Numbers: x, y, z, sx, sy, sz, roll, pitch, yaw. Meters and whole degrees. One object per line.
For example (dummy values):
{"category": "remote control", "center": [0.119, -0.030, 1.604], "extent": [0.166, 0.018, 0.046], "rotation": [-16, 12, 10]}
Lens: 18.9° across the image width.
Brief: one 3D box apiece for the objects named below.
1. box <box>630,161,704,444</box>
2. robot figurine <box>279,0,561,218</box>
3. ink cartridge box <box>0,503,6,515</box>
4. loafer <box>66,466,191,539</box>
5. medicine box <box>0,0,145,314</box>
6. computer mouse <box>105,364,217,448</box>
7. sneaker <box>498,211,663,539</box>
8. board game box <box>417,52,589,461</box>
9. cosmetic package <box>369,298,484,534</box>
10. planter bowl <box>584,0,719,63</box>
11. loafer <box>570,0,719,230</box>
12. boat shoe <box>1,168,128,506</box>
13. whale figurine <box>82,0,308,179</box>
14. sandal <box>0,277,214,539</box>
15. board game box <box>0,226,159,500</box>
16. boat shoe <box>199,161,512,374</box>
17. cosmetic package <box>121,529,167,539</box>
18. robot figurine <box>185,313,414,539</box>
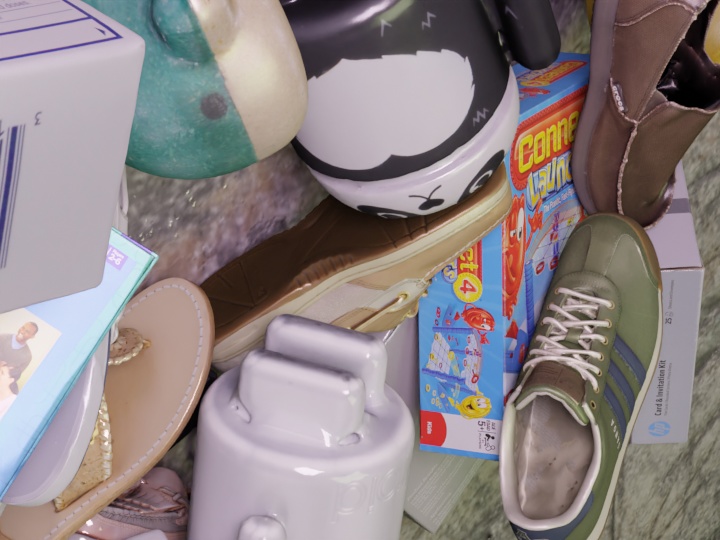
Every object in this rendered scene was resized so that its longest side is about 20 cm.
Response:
{"category": "box", "center": [0.186, -0.014, 1.397], "extent": [0.201, 0.041, 0.156], "rotation": [-90, 178, -45]}
{"category": "robot figurine", "center": [0.006, -0.115, 1.078], "extent": [0.125, 0.150, 0.200], "rotation": [-52, 139, -23]}
{"category": "ink cartridge box", "center": [-0.233, 0.070, 0.989], "extent": [0.200, 0.059, 0.104], "rotation": [15, 106, -58]}
{"category": "loafer", "center": [-0.116, 0.136, 1.218], "extent": [0.200, 0.072, 0.063], "rotation": [31, 76, -64]}
{"category": "medicine box", "center": [-0.212, -0.062, 0.765], "extent": [0.182, 0.200, 0.103], "rotation": [-18, 129, -46]}
{"category": "computer mouse", "center": [-0.096, 0.079, 1.226], "extent": [0.059, 0.034, 0.200], "rotation": [-48, 156, 2]}
{"category": "sneaker", "center": [0.121, 0.062, 1.200], "extent": [0.090, 0.067, 0.201], "rotation": [22, 79, -69]}
{"category": "board game box", "center": [0.098, -0.015, 1.281], "extent": [0.200, 0.056, 0.197], "rotation": [-33, 125, -59]}
{"category": "cosmetic package", "center": [0.012, 0.072, 1.314], "extent": [0.107, 0.090, 0.200], "rotation": [-53, 146, -9]}
{"category": "planter bowl", "center": [0.180, -0.209, 1.295], "extent": [0.200, 0.083, 0.201], "rotation": [-35, 142, -33]}
{"category": "loafer", "center": [0.167, -0.094, 1.225], "extent": [0.073, 0.071, 0.201], "rotation": [-43, 146, -32]}
{"category": "boat shoe", "center": [-0.135, 0.012, 0.998], "extent": [0.065, 0.073, 0.201], "rotation": [35, 58, -62]}
{"category": "whale figurine", "center": [-0.100, -0.129, 0.938], "extent": [0.103, 0.159, 0.201], "rotation": [-27, 120, -2]}
{"category": "sandal", "center": [-0.158, 0.087, 1.098], "extent": [0.212, 0.078, 0.070], "rotation": [-52, 148, 3]}
{"category": "board game box", "center": [-0.202, 0.037, 0.908], "extent": [0.201, 0.152, 0.045], "rotation": [-57, -171, -10]}
{"category": "boat shoe", "center": [0.000, 0.000, 1.178], "extent": [0.199, 0.074, 0.066], "rotation": [-27, 131, 15]}
{"category": "cosmetic package", "center": [-0.162, 0.268, 1.099], "extent": [0.199, 0.168, 0.167], "rotation": [-16, 143, -24]}
{"category": "robot figurine", "center": [-0.034, 0.125, 1.136], "extent": [0.170, 0.112, 0.201], "rotation": [-51, 153, -57]}
